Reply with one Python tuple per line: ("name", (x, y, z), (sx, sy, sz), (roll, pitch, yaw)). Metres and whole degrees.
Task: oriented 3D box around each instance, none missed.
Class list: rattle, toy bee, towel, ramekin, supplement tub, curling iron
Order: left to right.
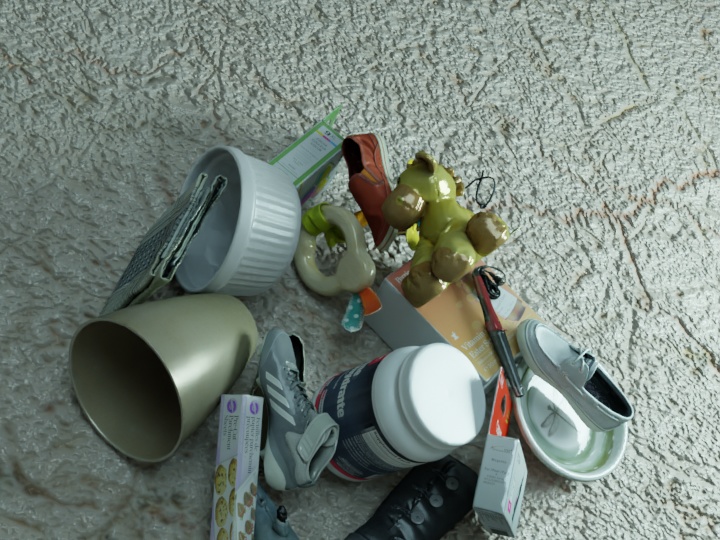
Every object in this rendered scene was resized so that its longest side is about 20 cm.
("towel", (-0.261, -0.027, 1.522), (0.034, 0.200, 0.193), (39, 49, -17))
("ramekin", (-0.164, -0.059, 1.583), (0.105, 0.200, 0.201), (13, 51, -33))
("rattle", (0.000, 0.000, 1.666), (0.200, 0.130, 0.143), (45, 9, 31))
("supplement tub", (0.042, 0.176, 1.461), (0.140, 0.200, 0.141), (18, 61, -35))
("toy bee", (0.085, -0.109, 1.695), (0.108, 0.200, 0.132), (14, 47, -30))
("curling iron", (0.190, 0.077, 1.588), (0.049, 0.026, 0.201), (-1, 58, -19))

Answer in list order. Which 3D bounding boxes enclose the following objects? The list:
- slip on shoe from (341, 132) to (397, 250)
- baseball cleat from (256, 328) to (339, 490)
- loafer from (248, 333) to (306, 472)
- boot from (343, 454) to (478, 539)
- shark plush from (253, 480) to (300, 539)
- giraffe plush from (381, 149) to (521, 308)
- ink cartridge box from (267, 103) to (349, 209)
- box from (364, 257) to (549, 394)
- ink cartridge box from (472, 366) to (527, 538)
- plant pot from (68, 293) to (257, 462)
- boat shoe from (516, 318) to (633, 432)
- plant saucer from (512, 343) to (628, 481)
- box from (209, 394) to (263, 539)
("slip on shoe", (0.013, -0.112, 1.661), (0.061, 0.074, 0.201), (5, 54, -24))
("baseball cleat", (-0.074, 0.166, 1.442), (0.070, 0.106, 0.201), (19, 63, -59))
("loafer", (-0.112, 0.163, 1.522), (0.075, 0.070, 0.201), (15, 52, -10))
("boot", (0.095, 0.336, 1.488), (0.165, 0.066, 0.200), (44, 49, 10))
("shark plush", (-0.092, 0.309, 1.418), (0.090, 0.083, 0.201), (-5, 58, -23))
("giraffe plush", (0.101, -0.071, 1.553), (0.162, 0.172, 0.200), (52, 47, 2))
("ink cartridge box", (-0.078, -0.150, 1.734), (0.059, 0.104, 0.200), (38, 52, 8))
("box", (0.132, 0.072, 1.655), (0.200, 0.107, 0.152), (45, 54, 13))
("ink cartridge box", (0.184, 0.232, 1.476), (0.043, 0.200, 0.175), (10, 72, 15))
("plant pot", (-0.224, 0.109, 1.468), (0.187, 0.188, 0.200), (44, 39, 13))
("boat shoe", (0.295, 0.135, 1.595), (0.201, 0.071, 0.070), (47, 50, -13))
("plant saucer", (0.281, 0.200, 1.641), (0.199, 0.050, 0.201), (14, 60, -26))
("box", (-0.149, 0.249, 1.409), (0.039, 0.041, 0.201), (16, 75, -51))
